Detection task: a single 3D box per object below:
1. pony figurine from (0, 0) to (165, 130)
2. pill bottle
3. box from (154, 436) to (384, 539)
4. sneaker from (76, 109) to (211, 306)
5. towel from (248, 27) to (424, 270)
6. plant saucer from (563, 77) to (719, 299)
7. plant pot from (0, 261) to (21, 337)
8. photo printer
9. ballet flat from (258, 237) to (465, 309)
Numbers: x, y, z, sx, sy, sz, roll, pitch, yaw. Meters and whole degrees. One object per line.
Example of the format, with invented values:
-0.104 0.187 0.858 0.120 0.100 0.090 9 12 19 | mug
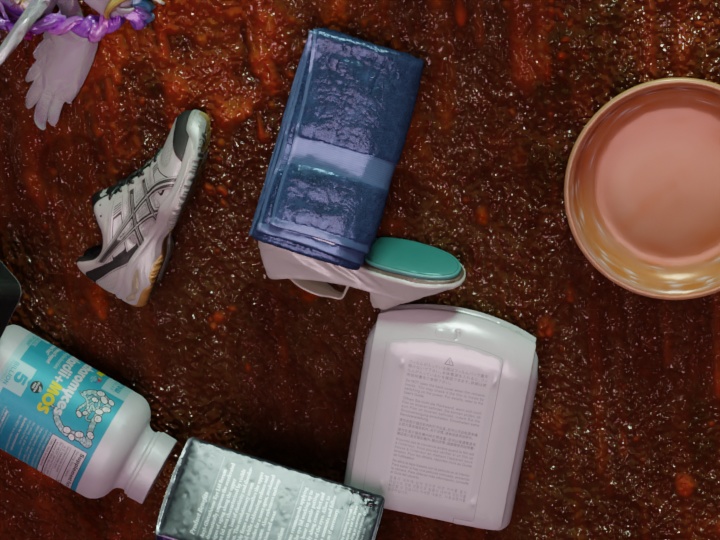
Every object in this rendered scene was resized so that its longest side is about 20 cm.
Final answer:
-0.288 -0.239 1.448 0.200 0.166 0.193 42 102 10 | pony figurine
-0.279 0.145 1.576 0.199 0.111 0.111 29 110 -2 | pill bottle
-0.088 0.258 1.552 0.198 0.105 0.148 16 150 4 | box
-0.204 -0.065 1.516 0.087 0.076 0.201 25 109 0 | sneaker
-0.019 -0.109 1.457 0.111 0.049 0.202 17 91 2 | towel
0.281 -0.074 1.459 0.198 0.037 0.202 3 109 8 | plant saucer
-0.464 0.037 1.493 0.199 0.177 0.201 43 114 32 | plant pot
0.077 0.131 1.538 0.165 0.070 0.202 10 108 6 | photo printer
0.000 0.000 1.516 0.198 0.069 0.070 13 109 11 | ballet flat
